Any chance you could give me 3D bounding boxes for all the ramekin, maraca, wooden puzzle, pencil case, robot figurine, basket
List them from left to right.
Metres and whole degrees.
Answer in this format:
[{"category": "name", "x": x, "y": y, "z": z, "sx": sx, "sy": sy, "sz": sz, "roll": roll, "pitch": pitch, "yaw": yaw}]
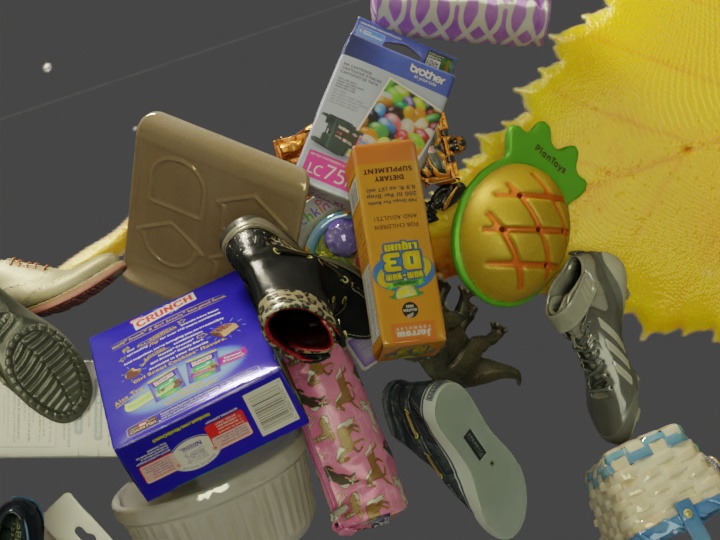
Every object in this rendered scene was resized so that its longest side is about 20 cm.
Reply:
[{"category": "wooden puzzle", "x": -0.146, "y": -0.048, "z": 1.491, "sx": 0.184, "sy": 0.046, "sz": 0.201, "roll": 22, "pitch": 124, "yaw": 11}, {"category": "ramekin", "x": -0.137, "y": 0.232, "z": 1.454, "sx": 0.201, "sy": 0.202, "sz": 0.095, "roll": -20, "pitch": 99, "yaw": -3}, {"category": "pencil case", "x": -0.021, "y": 0.169, "z": 1.512, "sx": 0.082, "sy": 0.087, "sz": 0.201, "roll": -22, "pitch": 86, "yaw": 11}, {"category": "robot figurine", "x": 0.016, "y": -0.110, "z": 1.541, "sx": 0.199, "sy": 0.058, "sz": 0.146, "roll": -14, "pitch": 92, "yaw": -3}, {"category": "pencil case", "x": 0.104, "y": -0.284, "z": 1.548, "sx": 0.199, "sy": 0.084, "sz": 0.086, "roll": 7, "pitch": 47, "yaw": -3}, {"category": "maraca", "x": 0.164, "y": -0.058, "z": 1.523, "sx": 0.137, "sy": 0.107, "sz": 0.201, "roll": 36, "pitch": 72, "yaw": -26}, {"category": "basket", "x": 0.314, "y": 0.263, "z": 1.474, "sx": 0.138, "sy": 0.176, "sz": 0.201, "roll": -19, "pitch": 77, "yaw": -9}]

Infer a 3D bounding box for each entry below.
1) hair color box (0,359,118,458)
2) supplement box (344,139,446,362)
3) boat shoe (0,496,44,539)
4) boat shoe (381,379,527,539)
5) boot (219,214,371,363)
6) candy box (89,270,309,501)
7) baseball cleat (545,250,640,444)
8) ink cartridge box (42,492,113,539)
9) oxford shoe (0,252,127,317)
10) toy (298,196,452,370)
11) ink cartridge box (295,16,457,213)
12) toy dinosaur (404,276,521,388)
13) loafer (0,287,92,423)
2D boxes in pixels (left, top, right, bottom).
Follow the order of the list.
[{"category": "hair color box", "x": -0.298, "y": 0.141, "z": 1.514, "sx": 0.199, "sy": 0.061, "sz": 0.100, "roll": 0, "pitch": 87, "yaw": -2}, {"category": "supplement box", "x": 0.033, "y": -0.019, "z": 1.402, "sx": 0.066, "sy": 0.069, "sz": 0.201, "roll": -7, "pitch": 78, "yaw": -10}, {"category": "boat shoe", "x": -0.353, "y": 0.322, "z": 1.429, "sx": 0.084, "sy": 0.069, "sz": 0.201, "roll": -1, "pitch": 86, "yaw": 0}, {"category": "boat shoe", "x": 0.099, "y": 0.190, "z": 1.527, "sx": 0.071, "sy": 0.091, "sz": 0.201, "roll": -43, "pitch": 117, "yaw": -29}, {"category": "boot", "x": -0.039, "y": 0.043, "z": 1.403, "sx": 0.203, "sy": 0.154, "sz": 0.074, "roll": 33, "pitch": 107, "yaw": -33}, {"category": "candy box", "x": -0.157, "y": 0.103, "z": 1.393, "sx": 0.168, "sy": 0.200, "sz": 0.077, "roll": -25, "pitch": 123, "yaw": -3}, {"category": "baseball cleat", "x": 0.234, "y": 0.080, "z": 1.522, "sx": 0.106, "sy": 0.070, "sz": 0.201, "roll": 5, "pitch": 76, "yaw": -37}, {"category": "ink cartridge box", "x": -0.339, "y": 0.334, "z": 1.497, "sx": 0.200, "sy": 0.067, "sz": 0.117, "roll": -44, "pitch": 88, "yaw": -4}, {"category": "oxford shoe", "x": -0.340, "y": 0.015, "z": 1.516, "sx": 0.199, "sy": 0.071, "sz": 0.074, "roll": -22, "pitch": 85, "yaw": -4}, {"category": "toy", "x": 0.000, "y": 0.000, "z": 1.509, "sx": 0.115, "sy": 0.047, "sz": 0.200, "roll": -33, "pitch": 109, "yaw": 2}, {"category": "ink cartridge box", "x": 0.018, "y": -0.155, "z": 1.487, "sx": 0.119, "sy": 0.042, "sz": 0.201, "roll": 22, "pitch": 73, "yaw": -4}, {"category": "toy dinosaur", "x": 0.090, "y": 0.075, "z": 1.513, "sx": 0.103, "sy": 0.077, "sz": 0.200, "roll": -54, "pitch": 133, "yaw": -10}, {"category": "loafer", "x": -0.344, "y": 0.069, "z": 1.458, "sx": 0.075, "sy": 0.070, "sz": 0.200, "roll": -44, "pitch": 103, "yaw": -17}]
